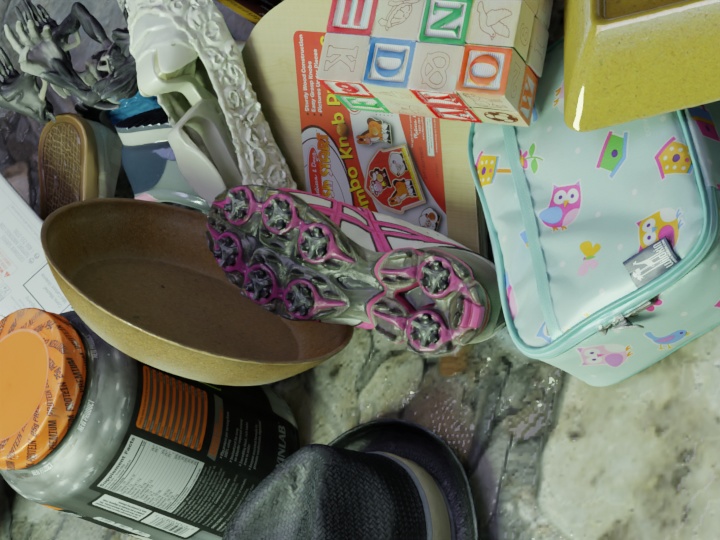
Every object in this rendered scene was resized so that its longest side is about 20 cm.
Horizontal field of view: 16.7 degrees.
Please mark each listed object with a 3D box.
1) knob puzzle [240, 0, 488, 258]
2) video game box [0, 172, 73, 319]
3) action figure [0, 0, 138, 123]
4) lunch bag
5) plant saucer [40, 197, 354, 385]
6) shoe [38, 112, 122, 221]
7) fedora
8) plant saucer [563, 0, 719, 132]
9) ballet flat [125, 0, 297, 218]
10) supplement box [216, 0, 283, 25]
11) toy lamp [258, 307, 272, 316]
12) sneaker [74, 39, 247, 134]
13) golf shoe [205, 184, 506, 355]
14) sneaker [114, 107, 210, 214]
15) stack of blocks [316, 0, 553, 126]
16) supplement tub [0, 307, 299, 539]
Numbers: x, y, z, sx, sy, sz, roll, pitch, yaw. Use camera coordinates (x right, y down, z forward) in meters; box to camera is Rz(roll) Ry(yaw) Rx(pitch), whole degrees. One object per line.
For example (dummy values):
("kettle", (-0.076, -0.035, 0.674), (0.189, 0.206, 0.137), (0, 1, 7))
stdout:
("knob puzzle", (-0.005, -0.089, 1.532), (0.218, 0.030, 0.221), (14, 114, 33))
("video game box", (-0.284, 0.028, 1.696), (0.182, 0.047, 0.200), (-42, 63, -4))
("action figure", (-0.184, -0.161, 1.659), (0.199, 0.102, 0.119), (-11, 38, 50))
("lunch bag", (0.141, -0.041, 1.397), (0.160, 0.077, 0.201), (-31, 50, 29))
("plant saucer", (-0.103, 0.019, 1.491), (0.200, 0.199, 0.036), (45, 122, 46))
("shoe", (-0.202, -0.009, 1.741), (0.069, 0.053, 0.202), (7, 88, 32))
("fedora", (-0.023, 0.175, 1.443), (0.200, 0.091, 0.202), (-20, 58, 37))
("plant saucer", (0.199, -0.185, 1.360), (0.199, 0.049, 0.201), (-13, 49, 19))
("ballet flat", (-0.101, -0.106, 1.539), (0.072, 0.072, 0.201), (-30, 86, 31))
("supplement box", (-0.026, -0.244, 1.570), (0.199, 0.197, 0.134), (6, 74, 45))
("toy lamp", (-0.113, 0.015, 1.640), (0.199, 0.058, 0.059), (28, 91, 45))
("sneaker", (-0.121, -0.151, 1.715), (0.199, 0.075, 0.087), (-5, 62, 43))
("golf shoe", (0.000, 0.000, 1.474), (0.199, 0.092, 0.073), (21, 103, 24))
("sneaker", (-0.072, -0.067, 1.644), (0.199, 0.070, 0.083), (4, 111, 36))
("stack of blocks", (0.054, -0.191, 1.416), (0.114, 0.059, 0.202), (6, 78, 20))
("supplement tub", (-0.143, 0.099, 1.520), (0.122, 0.199, 0.123), (-21, 56, 36))
